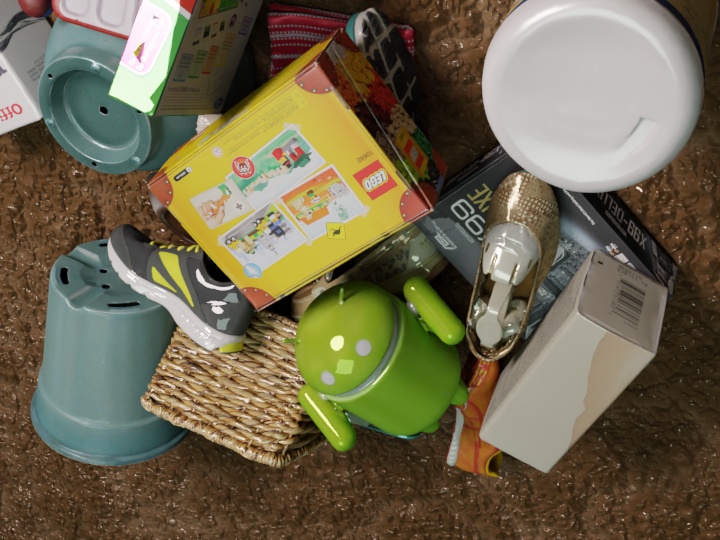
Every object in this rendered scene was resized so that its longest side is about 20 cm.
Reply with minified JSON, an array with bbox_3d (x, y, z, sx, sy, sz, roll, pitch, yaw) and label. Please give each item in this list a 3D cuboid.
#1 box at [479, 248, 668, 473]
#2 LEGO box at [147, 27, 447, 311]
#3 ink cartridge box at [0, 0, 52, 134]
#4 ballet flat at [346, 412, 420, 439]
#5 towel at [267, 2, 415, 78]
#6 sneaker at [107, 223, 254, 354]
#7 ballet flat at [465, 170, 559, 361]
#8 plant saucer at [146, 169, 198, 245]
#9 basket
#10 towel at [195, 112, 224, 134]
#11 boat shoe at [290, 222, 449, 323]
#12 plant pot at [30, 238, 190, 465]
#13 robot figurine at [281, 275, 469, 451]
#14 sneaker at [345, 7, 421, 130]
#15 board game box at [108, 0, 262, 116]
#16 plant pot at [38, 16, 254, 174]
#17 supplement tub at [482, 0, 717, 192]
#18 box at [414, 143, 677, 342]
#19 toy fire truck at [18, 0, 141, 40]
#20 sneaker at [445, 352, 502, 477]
[{"bbox_3d":[0.191,0.088,0.881,0.077,0.095,0.201,28,136,2],"label":"box"},{"bbox_3d":[-0.053,-0.078,0.801,0.199,0.077,0.149,-29,112,30],"label":"LEGO box"},{"bbox_3d":[-0.400,-0.238,0.974,0.144,0.085,0.201,-11,120,32],"label":"ink cartridge box"},{"bbox_3d":[-0.016,0.145,1.119,0.198,0.074,0.075,5,128,19],"label":"ballet flat"},{"bbox_3d":[-0.020,-0.146,0.911,0.143,0.023,0.201,13,130,15],"label":"towel"},{"bbox_3d":[-0.179,0.001,0.999,0.199,0.074,0.085,37,105,21],"label":"sneaker"},{"bbox_3d":[0.133,0.007,0.860,0.070,0.065,0.201,16,132,17],"label":"ballet flat"},{"bbox_3d":[-0.127,-0.041,0.968,0.199,0.032,0.200,20,166,5],"label":"plant saucer"},{"bbox_3d":[-0.111,0.128,1.050,0.199,0.150,0.143,16,166,27],"label":"basket"},{"bbox_3d":[-0.088,-0.079,0.932,0.131,0.035,0.200,17,158,6],"label":"towel"},{"bbox_3d":[0.000,0.000,0.988,0.199,0.073,0.063,-24,106,32],"label":"boat shoe"},{"bbox_3d":[-0.282,0.083,1.113,0.199,0.200,0.198,17,123,12],"label":"plant pot"},{"bbox_3d":[0.018,0.086,0.928,0.175,0.116,0.200,-44,129,13],"label":"robot figurine"},{"bbox_3d":[0.008,-0.131,0.853,0.079,0.078,0.201,9,128,26],"label":"sneaker"},{"bbox_3d":[-0.117,-0.222,0.756,0.040,0.153,0.201,25,103,6],"label":"board game box"},{"bbox_3d":[-0.217,-0.175,0.905,0.198,0.135,0.202,12,130,15],"label":"plant pot"},{"bbox_3d":[0.176,-0.164,0.682,0.143,0.200,0.145,13,130,15],"label":"supplement tub"},{"bbox_3d":[0.170,-0.025,0.896,0.200,0.050,0.157,46,132,-14],"label":"box"},{"bbox_3d":[-0.230,-0.287,0.800,0.198,0.112,0.169,18,106,13],"label":"toy fire truck"},{"bbox_3d":[0.139,0.151,1.044,0.076,0.073,0.201,12,140,12],"label":"sneaker"}]
